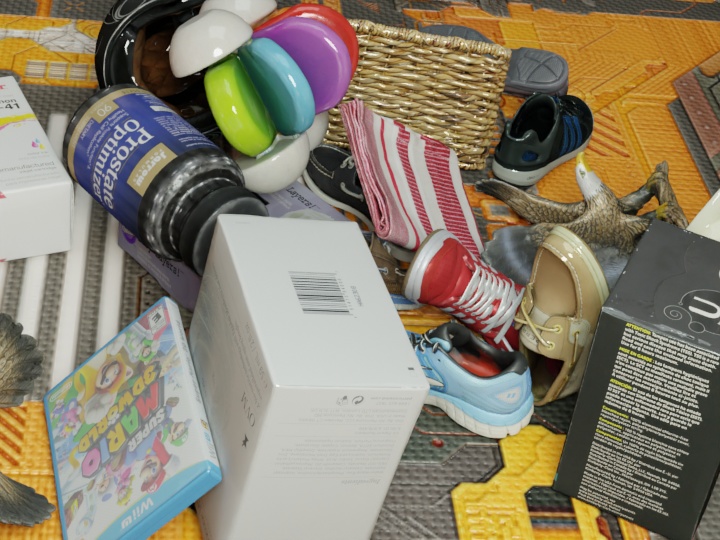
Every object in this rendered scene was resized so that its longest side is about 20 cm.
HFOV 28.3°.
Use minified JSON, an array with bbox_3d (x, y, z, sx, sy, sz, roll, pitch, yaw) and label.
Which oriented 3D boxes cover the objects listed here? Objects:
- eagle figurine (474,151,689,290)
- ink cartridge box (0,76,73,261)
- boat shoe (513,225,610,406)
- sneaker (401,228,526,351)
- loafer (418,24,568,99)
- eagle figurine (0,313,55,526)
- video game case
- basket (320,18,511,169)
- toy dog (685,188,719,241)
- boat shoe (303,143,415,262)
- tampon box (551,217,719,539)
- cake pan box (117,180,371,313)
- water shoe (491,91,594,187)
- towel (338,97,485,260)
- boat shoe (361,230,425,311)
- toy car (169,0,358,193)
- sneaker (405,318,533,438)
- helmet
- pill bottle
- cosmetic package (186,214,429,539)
[{"bbox_3d":[0.223,-0.048,1.440,0.199,0.152,0.152,-18,-9,11],"label":"eagle figurine"},{"bbox_3d":[-0.376,-0.096,1.386,0.147,0.086,0.200,-12,43,-25],"label":"ink cartridge box"},{"bbox_3d":[0.167,0.048,1.221,0.066,0.201,0.074,-33,50,-20],"label":"boat shoe"},{"bbox_3d":[0.110,0.026,1.275,0.112,0.072,0.200,32,2,20],"label":"sneaker"},{"bbox_3d":[0.155,-0.239,1.715,0.199,0.063,0.072,18,67,21],"label":"loafer"},{"bbox_3d":[-0.337,0.116,1.077,0.198,0.153,0.151,-4,18,-8],"label":"eagle figurine"},{"bbox_3d":[-0.182,0.128,1.112,0.143,0.018,0.201,-38,40,13],"label":"video game case"},{"bbox_3d":[0.057,-0.215,1.566,0.198,0.150,0.143,8,29,-2],"label":"basket"},{"bbox_3d":[0.379,0.035,1.319,0.200,0.140,0.194,41,83,20],"label":"toy dog"},{"bbox_3d":[0.009,-0.085,1.470,0.074,0.061,0.200,-18,45,-29],"label":"boat shoe"},{"bbox_3d":[0.255,0.090,1.178,0.126,0.201,0.150,21,39,16],"label":"tampon box"},{"bbox_3d":[-0.109,-0.026,1.378,0.183,0.053,0.200,-21,46,-36],"label":"cake pan box"},{"bbox_3d":[0.215,-0.164,1.599,0.071,0.079,0.200,24,39,18],"label":"water shoe"},{"bbox_3d":[0.058,-0.076,1.367,0.200,0.023,0.145,18,50,-55],"label":"towel"},{"bbox_3d":[0.000,0.000,1.297,0.072,0.073,0.199,4,3,36],"label":"boat shoe"},{"bbox_3d":[-0.074,-0.185,1.347,0.149,0.176,0.200,-20,20,21],"label":"toy car"},{"bbox_3d":[0.061,0.070,1.251,0.199,0.090,0.079,17,43,13],"label":"sneaker"},{"bbox_3d":[-0.180,-0.229,1.512,0.198,0.201,0.191,8,18,-1],"label":"helmet"},{"bbox_3d":[-0.175,-0.079,1.301,0.111,0.112,0.200,-23,46,-35],"label":"pill bottle"},{"bbox_3d":[-0.057,0.097,1.095,0.122,0.201,0.200,2,36,-21],"label":"cosmetic package"}]
